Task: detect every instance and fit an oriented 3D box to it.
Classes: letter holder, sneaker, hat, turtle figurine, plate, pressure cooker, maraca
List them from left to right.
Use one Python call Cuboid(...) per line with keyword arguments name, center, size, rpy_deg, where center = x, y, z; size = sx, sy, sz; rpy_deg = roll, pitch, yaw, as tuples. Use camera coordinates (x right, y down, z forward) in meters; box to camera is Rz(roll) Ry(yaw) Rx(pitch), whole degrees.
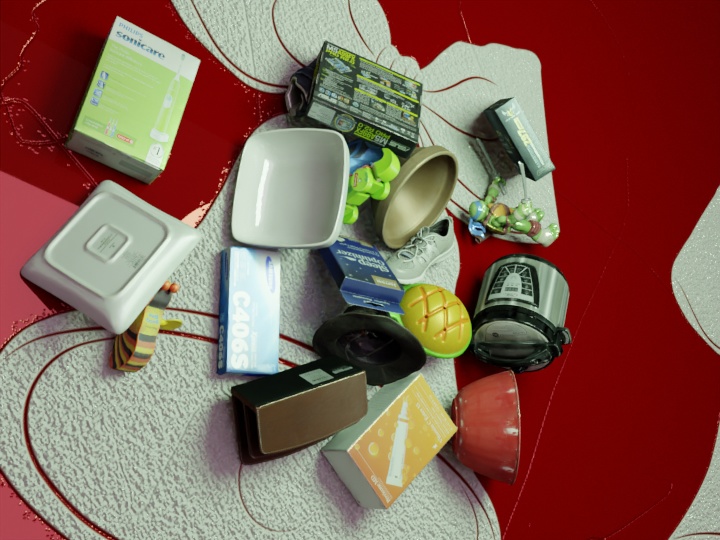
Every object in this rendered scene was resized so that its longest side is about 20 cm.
Cuboid(name="plate", center=(-0.364, -0.032, 1.194), size=(0.197, 0.033, 0.201), rpy_deg=(28, 61, 16))
Cuboid(name="letter holder", center=(-0.093, 0.239, 1.308), size=(0.196, 0.100, 0.146), rpy_deg=(-14, 107, -31))
Cuboid(name="sneaker", center=(-0.047, -0.281, 1.466), size=(0.204, 0.077, 0.146), rpy_deg=(52, 48, -1))
Cuboid(name="sneaker", center=(-0.021, -0.185, 1.448), size=(0.195, 0.066, 0.080), rpy_deg=(-13, 79, -5))
Cuboid(name="hat", center=(0.018, 0.109, 1.395), size=(0.198, 0.200, 0.082), rpy_deg=(29, 44, -23))
Cuboid(name="sneaker", center=(0.105, -0.042, 1.502), size=(0.199, 0.074, 0.084), rpy_deg=(-35, 141, -45))
Cuboid(name="maraca", center=(0.115, 0.079, 1.489), size=(0.198, 0.107, 0.138), rpy_deg=(34, 51, -1))
Cuboid(name="turtle figurine", center=(0.314, -0.139, 1.625), size=(0.191, 0.143, 0.205), rpy_deg=(20, 81, -34))
Cuboid(name="pressure cooker", center=(0.299, 0.094, 1.535), size=(0.176, 0.176, 0.203), rpy_deg=(29, 54, -9))

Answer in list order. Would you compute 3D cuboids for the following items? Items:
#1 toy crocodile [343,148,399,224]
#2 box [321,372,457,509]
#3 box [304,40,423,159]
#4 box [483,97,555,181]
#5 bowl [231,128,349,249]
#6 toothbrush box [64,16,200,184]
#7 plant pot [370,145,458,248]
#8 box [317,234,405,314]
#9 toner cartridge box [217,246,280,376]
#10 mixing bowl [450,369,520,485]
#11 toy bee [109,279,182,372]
Cuboid(name="toy crocodile", center=(-0.014, -0.134, 1.405), size=(0.067, 0.199, 0.063), rpy_deg=(13, 49, -49))
Cuboid(name="box", center=(0.051, 0.291, 1.408), size=(0.199, 0.097, 0.126), rpy_deg=(-41, 101, -30))
Cuboid(name="box", center=(0.010, -0.294, 1.410), size=(0.196, 0.044, 0.163), rpy_deg=(20, 49, -15))
Cuboid(name="box", center=(0.311, -0.262, 1.628), size=(0.050, 0.200, 0.160), rpy_deg=(-31, 98, 7))
Cuboid(name="bowl", center=(-0.106, -0.128, 1.362), size=(0.075, 0.195, 0.205), rpy_deg=(35, 60, -65))
Cuboid(name="toothbrush box", center=(-0.353, -0.262, 1.279), size=(0.143, 0.086, 0.205), rpy_deg=(22, 70, -25))
Cuboid(name="plant pot", center=(0.081, -0.149, 1.492), size=(0.199, 0.204, 0.092), rpy_deg=(-33, 58, -32))
Cuboid(name="box", center=(0.000, 0.000, 1.394), size=(0.119, 0.201, 0.033), rpy_deg=(14, 116, -29))
Cuboid(name="toner cartridge box", center=(-0.182, 0.068, 1.342), size=(0.093, 0.043, 0.206), rpy_deg=(7, 77, -32))
Cuboid(name="mixing bowl", center=(0.220, 0.281, 1.478), size=(0.105, 0.200, 0.206), rpy_deg=(0, 78, 0))
Cuboid(name="toy bee", center=(-0.321, 0.049, 1.213), size=(0.130, 0.107, 0.206), rpy_deg=(-14, 99, -51))
